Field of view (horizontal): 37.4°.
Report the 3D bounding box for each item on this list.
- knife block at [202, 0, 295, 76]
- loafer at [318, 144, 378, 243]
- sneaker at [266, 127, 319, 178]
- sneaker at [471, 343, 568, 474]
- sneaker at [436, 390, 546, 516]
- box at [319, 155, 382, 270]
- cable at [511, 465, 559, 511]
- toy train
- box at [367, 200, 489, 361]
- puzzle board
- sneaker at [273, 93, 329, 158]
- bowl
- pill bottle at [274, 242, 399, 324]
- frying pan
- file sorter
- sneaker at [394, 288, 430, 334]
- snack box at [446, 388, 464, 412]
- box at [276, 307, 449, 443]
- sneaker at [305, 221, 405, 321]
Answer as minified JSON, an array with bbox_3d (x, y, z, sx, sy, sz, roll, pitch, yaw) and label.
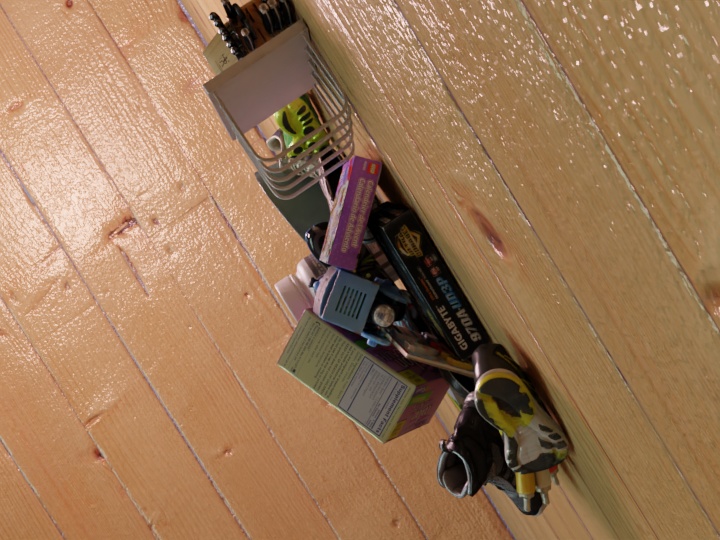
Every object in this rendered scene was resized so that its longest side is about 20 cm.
[{"bbox_3d":[-0.108,-0.302,1.317,0.199,0.175,0.064,-26,-99,-48],"label":"knife block"},{"bbox_3d":[-0.023,-0.117,1.605,0.200,0.071,0.063,57,172,46],"label":"loafer"},{"bbox_3d":[-0.091,-0.182,1.787,0.201,0.089,0.067,55,175,40],"label":"sneaker"},{"bbox_3d":[0.181,0.155,1.206,0.085,0.074,0.201,-97,-18,-46],"label":"sneaker"},{"bbox_3d":[0.161,0.258,1.344,0.075,0.114,0.201,4,130,51],"label":"sneaker"},{"bbox_3d":[-0.015,-0.073,1.390,0.039,0.138,0.200,14,-179,-5],"label":"box"},{"bbox_3d":[0.202,0.184,1.291,0.050,0.097,0.202,0,110,42],"label":"cable"},{"bbox_3d":[-0.009,0.040,1.430,0.113,0.087,0.200,23,-179,-12],"label":"toy train"},{"bbox_3d":[0.082,0.009,1.376,0.201,0.046,0.159,58,177,-12],"label":"box"},{"bbox_3d":[0.111,0.108,1.415,0.149,0.018,0.200,18,-176,-11],"label":"puzzle board"},{"bbox_3d":[-0.094,-0.236,1.637,0.200,0.073,0.084,74,-178,-71],"label":"sneaker"},{"bbox_3d":[-0.085,-0.129,1.885,0.201,0.105,0.201,50,-173,-8],"label":"bowl"},{"bbox_3d":[-0.031,0.008,1.707,0.114,0.199,0.113,57,177,5],"label":"pill bottle"},{"bbox_3d":[0.123,0.124,1.538,0.190,0.031,0.115,44,-160,-1],"label":"frying pan"},{"bbox_3d":[-0.088,-0.186,1.306,0.125,0.138,0.200,55,176,8],"label":"file sorter"},{"bbox_3d":[0.102,0.076,1.673,0.200,0.079,0.096,50,154,46],"label":"sneaker"},{"bbox_3d":[0.133,0.140,1.783,0.200,0.053,0.143,54,174,50],"label":"snack box"},{"bbox_3d":[0.012,0.142,1.546,0.199,0.097,0.176,35,-166,20],"label":"box"},{"bbox_3d":[0.000,0.001,1.610,0.200,0.071,0.083,46,177,-9],"label":"sneaker"}]
